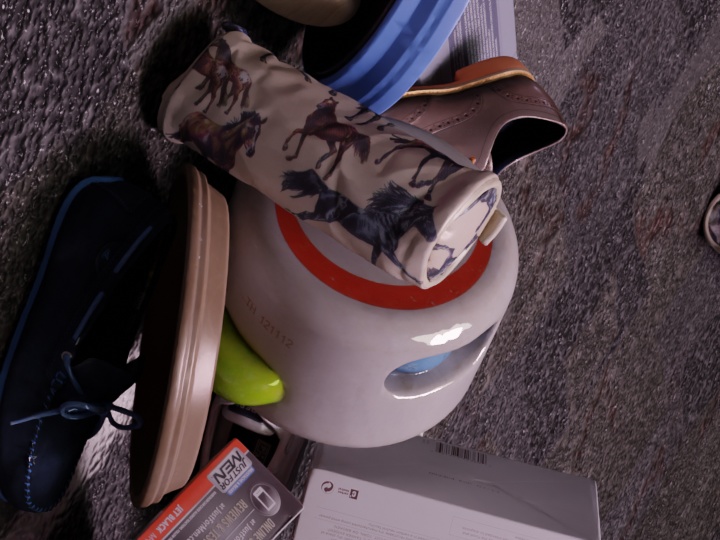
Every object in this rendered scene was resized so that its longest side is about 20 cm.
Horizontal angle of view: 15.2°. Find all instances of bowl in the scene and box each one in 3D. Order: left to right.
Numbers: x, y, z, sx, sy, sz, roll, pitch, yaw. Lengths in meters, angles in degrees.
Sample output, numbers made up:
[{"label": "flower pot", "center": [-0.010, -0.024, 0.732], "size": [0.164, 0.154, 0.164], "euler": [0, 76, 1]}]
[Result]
[{"label": "bowl", "center": [0.025, -0.190, 1.635], "size": [0.201, 0.039, 0.201], "euler": [-53, -158, 33]}]

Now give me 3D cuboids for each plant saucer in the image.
[{"label": "plant saucer", "center": [-0.104, 0.039, 1.560], "size": [0.200, 0.029, 0.201], "euler": [-172, -90, -81]}]

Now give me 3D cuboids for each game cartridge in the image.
[{"label": "game cartridge", "center": [0.062, -0.158, 1.890], "size": [0.133, 0.041, 0.201], "euler": [-57, 154, -34]}]

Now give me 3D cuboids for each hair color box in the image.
[{"label": "hair color box", "center": [-0.127, 0.194, 1.620], "size": [0.111, 0.064, 0.200], "euler": [-45, 180, -44]}]

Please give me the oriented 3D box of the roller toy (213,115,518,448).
[{"label": "roller toy", "center": [0.000, 0.000, 1.668], "size": [0.140, 0.181, 0.201], "euler": [112, -9, -49]}]

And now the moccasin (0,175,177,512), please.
[{"label": "moccasin", "center": [-0.157, 0.048, 1.534], "size": [0.080, 0.068, 0.201], "euler": [-15, 123, -62]}]

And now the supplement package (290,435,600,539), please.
[{"label": "supplement package", "center": [0.040, 0.225, 1.766], "size": [0.147, 0.190, 0.201], "euler": [-69, 174, -78]}]

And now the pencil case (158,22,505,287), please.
[{"label": "pencil case", "center": [-0.015, -0.065, 1.569], "size": [0.089, 0.199, 0.078], "euler": [-35, 152, -58]}]

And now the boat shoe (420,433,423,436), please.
[{"label": "boat shoe", "center": [0.000, 0.062, 1.916], "size": [0.201, 0.070, 0.072], "euler": [47, 47, -63]}]

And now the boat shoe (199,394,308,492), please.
[{"label": "boat shoe", "center": [-0.061, 0.088, 1.777], "size": [0.065, 0.073, 0.201], "euler": [-27, 133, -63]}]

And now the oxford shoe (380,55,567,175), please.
[{"label": "oxford shoe", "center": [0.049, -0.082, 1.819], "size": [0.199, 0.073, 0.072], "euler": [-27, 142, -23]}]

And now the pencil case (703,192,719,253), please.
[{"label": "pencil case", "center": [0.395, -0.025, 2.684], "size": [0.200, 0.077, 0.090], "euler": [37, 61, -67]}]

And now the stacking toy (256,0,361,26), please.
[{"label": "stacking toy", "center": [-0.004, -0.249, 1.619], "size": [0.201, 0.085, 0.085], "euler": [-66, 157, -20]}]
